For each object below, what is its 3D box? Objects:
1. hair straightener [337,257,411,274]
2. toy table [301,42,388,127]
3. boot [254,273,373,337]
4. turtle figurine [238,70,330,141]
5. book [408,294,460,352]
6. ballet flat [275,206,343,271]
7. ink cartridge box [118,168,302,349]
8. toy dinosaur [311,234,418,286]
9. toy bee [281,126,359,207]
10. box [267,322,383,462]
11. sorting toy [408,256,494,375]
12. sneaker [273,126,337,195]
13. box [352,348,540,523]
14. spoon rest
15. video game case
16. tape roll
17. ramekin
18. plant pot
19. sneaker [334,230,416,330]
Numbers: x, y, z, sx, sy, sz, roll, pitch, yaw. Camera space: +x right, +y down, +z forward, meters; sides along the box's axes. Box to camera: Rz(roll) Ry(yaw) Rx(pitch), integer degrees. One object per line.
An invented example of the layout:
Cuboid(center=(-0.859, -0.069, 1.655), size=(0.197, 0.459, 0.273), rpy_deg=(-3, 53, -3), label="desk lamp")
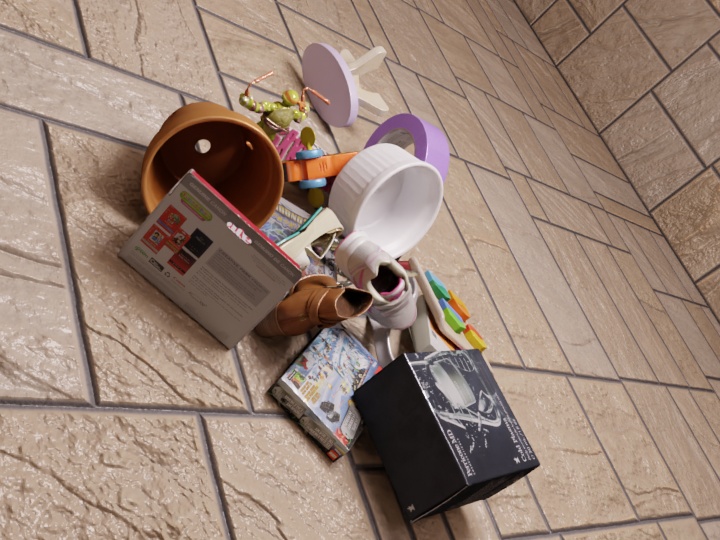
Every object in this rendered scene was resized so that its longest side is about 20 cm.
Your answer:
Cuboid(center=(0.018, -0.018, 1.507), size=(0.199, 0.041, 0.077), rpy_deg=(-10, 49, -50), label="hair straightener")
Cuboid(center=(-0.029, -0.389, 1.737), size=(0.116, 0.184, 0.202), rpy_deg=(-12, 72, -37), label="toy table")
Cuboid(center=(-0.045, 0.046, 1.216), size=(0.200, 0.153, 0.074), rpy_deg=(-36, 108, -54), label="boot")
Cuboid(center=(-0.145, -0.255, 1.425), size=(0.199, 0.161, 0.065), rpy_deg=(-5, 58, -53), label="turtle figurine")
Cuboid(center=(0.142, 0.135, 1.418), size=(0.134, 0.048, 0.200), rpy_deg=(46, 13, -15), label="book")
Cuboid(center=(-0.090, -0.035, 1.281), size=(0.070, 0.069, 0.200), rpy_deg=(48, 44, -1), label="ballet flat")
Cuboid(center=(-0.186, -0.025, 1.102), size=(0.200, 0.175, 0.084), rpy_deg=(42, 31, -11), label="ink cartridge box")
Cuboid(center=(0.000, 0.000, 1.366), size=(0.198, 0.047, 0.089), rpy_deg=(23, 67, -12), label="toy dinosaur")
Cuboid(center=(-0.105, -0.184, 1.438), size=(0.198, 0.133, 0.108), rpy_deg=(11, 1, -32), label="toy bee")
Cuboid(center=(-0.038, 0.167, 1.210), size=(0.137, 0.040, 0.200), rpy_deg=(47, 30, -2), label="box")
Cuboid(center=(0.167, 0.081, 1.488), size=(0.200, 0.036, 0.186), rpy_deg=(46, 14, -39), label="sorting toy")
Cuboid(center=(-0.085, -0.195, 1.530), size=(0.199, 0.074, 0.087), rpy_deg=(34, 9, 0), label="sneaker")
Cuboid(center=(0.123, 0.229, 1.192), size=(0.195, 0.124, 0.201), rpy_deg=(2, 54, -48), label="box")
Cuboid(center=(0.052, 0.085, 1.376), size=(0.061, 0.099, 0.202), rpy_deg=(44, 35, -39), label="spoon rest")
Cuboid(center=(-0.120, -0.047, 1.360), size=(0.199, 0.025, 0.182), rpy_deg=(31, 35, -28), label="video game case")
Cuboid(center=(0.079, -0.199, 1.613), size=(0.065, 0.200, 0.202), rpy_deg=(19, 41, -39), label="tape roll")
Cuboid(center=(0.039, -0.122, 1.447), size=(0.199, 0.202, 0.098), rpy_deg=(7, 30, -49), label="ramekin")
Cuboid(center=(-0.223, -0.154, 1.207), size=(0.199, 0.201, 0.140), rpy_deg=(27, 19, -32), label="plant pot")
Cuboid(center=(0.037, 0.032, 1.256), size=(0.088, 0.081, 0.200), rpy_deg=(38, -10, 47), label="sneaker")
